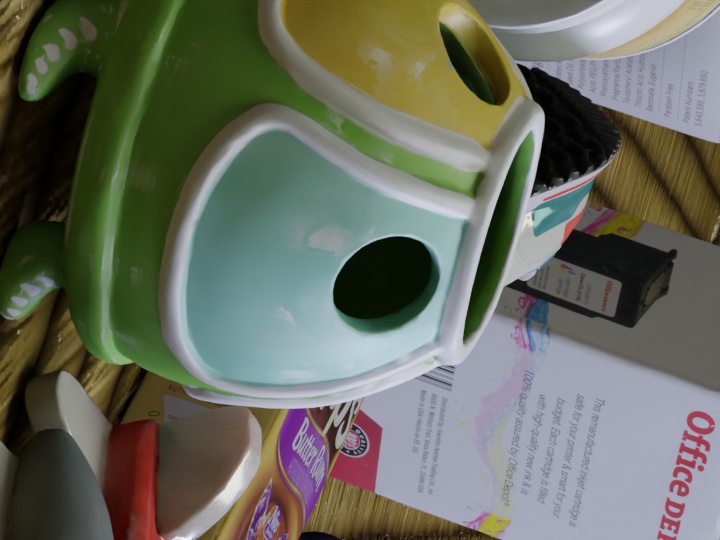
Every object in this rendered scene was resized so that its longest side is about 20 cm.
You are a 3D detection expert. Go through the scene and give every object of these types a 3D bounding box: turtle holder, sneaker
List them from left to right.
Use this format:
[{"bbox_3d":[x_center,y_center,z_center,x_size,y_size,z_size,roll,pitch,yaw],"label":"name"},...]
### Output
[{"bbox_3d":[-0.014,-0.049,0.852,0.141,0.131,0.186,-7,115,-77],"label":"turtle holder"},{"bbox_3d":[0.000,0.000,1.000,0.199,0.070,0.094,-22,145,-35],"label":"sneaker"}]

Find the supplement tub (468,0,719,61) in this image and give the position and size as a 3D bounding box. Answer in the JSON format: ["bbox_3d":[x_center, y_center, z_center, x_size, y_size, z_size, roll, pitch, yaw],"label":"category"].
[{"bbox_3d":[0.073,-0.148,1.069,0.200,0.144,0.145,-17,125,-76],"label":"supplement tub"}]

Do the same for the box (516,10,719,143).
[{"bbox_3d":[0.149,-0.205,1.381,0.200,0.130,0.199,86,25,-62],"label":"box"}]

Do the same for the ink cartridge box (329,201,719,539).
[{"bbox_3d":[0.078,0.045,1.268,0.146,0.199,0.083,97,16,-47],"label":"ink cartridge box"}]

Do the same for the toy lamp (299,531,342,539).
[{"bbox_3d":[-0.042,0.151,1.249,0.200,0.058,0.058,-28,136,-78],"label":"toy lamp"}]

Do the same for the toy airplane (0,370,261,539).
[{"bbox_3d":[-0.062,0.126,0.877,0.200,0.141,0.200,-19,109,-59],"label":"toy airplane"}]

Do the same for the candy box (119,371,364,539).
[{"bbox_3d":[-0.040,0.050,1.090,0.117,0.056,0.200,91,19,-56],"label":"candy box"}]
